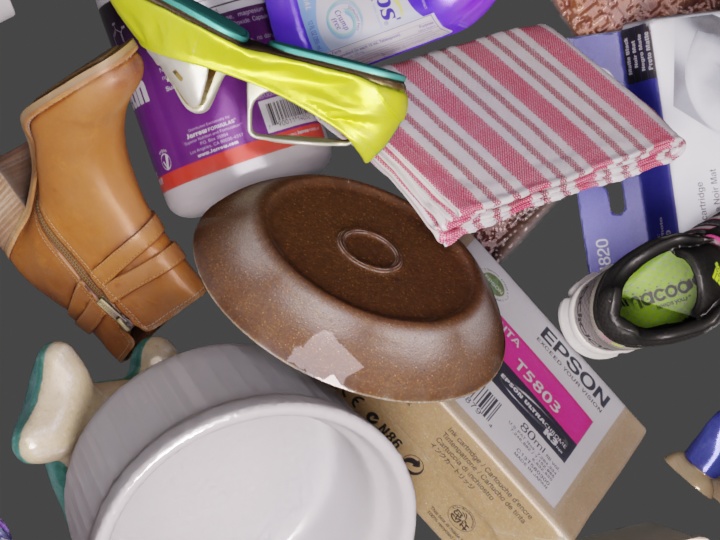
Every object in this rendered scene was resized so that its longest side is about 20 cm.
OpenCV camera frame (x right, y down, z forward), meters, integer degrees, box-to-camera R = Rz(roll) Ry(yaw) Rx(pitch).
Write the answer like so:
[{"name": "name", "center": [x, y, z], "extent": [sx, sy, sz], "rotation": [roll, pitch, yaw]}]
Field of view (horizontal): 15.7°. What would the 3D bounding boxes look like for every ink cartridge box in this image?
[{"name": "ink cartridge box", "center": [0.070, 0.081, 1.635], "extent": [0.200, 0.165, 0.075], "rotation": [47, 124, -2]}, {"name": "ink cartridge box", "center": [0.242, -0.073, 1.722], "extent": [0.200, 0.041, 0.200], "rotation": [-9, 89, -5]}]

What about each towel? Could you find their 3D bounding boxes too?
[{"name": "towel", "center": [0.087, -0.090, 1.644], "extent": [0.200, 0.030, 0.146], "rotation": [-19, 49, -33]}]

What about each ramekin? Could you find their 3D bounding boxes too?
[{"name": "ramekin", "center": [-0.076, 0.140, 1.525], "extent": [0.200, 0.098, 0.201], "rotation": [-12, 123, -18]}]

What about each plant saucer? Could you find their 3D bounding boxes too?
[{"name": "plant saucer", "center": [0.000, 0.000, 1.547], "extent": [0.200, 0.200, 0.037], "rotation": [22, 122, -4]}]

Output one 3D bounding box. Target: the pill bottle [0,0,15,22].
[{"name": "pill bottle", "center": [-0.324, -0.154, 1.641], "extent": [0.200, 0.104, 0.104], "rotation": [-25, 90, -6]}]

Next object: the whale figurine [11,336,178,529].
[{"name": "whale figurine", "center": [-0.159, 0.114, 1.615], "extent": [0.104, 0.200, 0.159], "rotation": [1, 68, 34]}]

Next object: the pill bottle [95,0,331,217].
[{"name": "pill bottle", "center": [-0.099, -0.141, 1.657], "extent": [0.112, 0.112, 0.200], "rotation": [-20, 89, -6]}]

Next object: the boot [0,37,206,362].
[{"name": "boot", "center": [-0.150, -0.042, 1.625], "extent": [0.155, 0.200, 0.074], "rotation": [49, 48, 3]}]

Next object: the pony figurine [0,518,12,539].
[{"name": "pony figurine", "center": [-0.272, 0.160, 1.615], "extent": [0.200, 0.167, 0.193], "rotation": [40, 112, 11]}]

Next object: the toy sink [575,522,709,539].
[{"name": "toy sink", "center": [0.170, 0.235, 1.625], "extent": [0.112, 0.200, 0.130], "rotation": [-12, 89, -5]}]

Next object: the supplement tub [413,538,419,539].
[{"name": "supplement tub", "center": [0.005, 0.267, 1.637], "extent": [0.144, 0.144, 0.200], "rotation": [10, 87, -5]}]

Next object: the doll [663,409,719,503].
[{"name": "doll", "center": [0.284, 0.065, 1.689], "extent": [0.136, 0.048, 0.200], "rotation": [36, 95, -37]}]

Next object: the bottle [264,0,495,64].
[{"name": "bottle", "center": [0.040, -0.183, 1.601], "extent": [0.200, 0.065, 0.084], "rotation": [-18, 79, 21]}]

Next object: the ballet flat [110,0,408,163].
[{"name": "ballet flat", "center": [-0.070, -0.118, 1.571], "extent": [0.200, 0.067, 0.067], "rotation": [20, 98, -2]}]

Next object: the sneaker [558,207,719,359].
[{"name": "sneaker", "center": [0.225, 0.001, 1.654], "extent": [0.200, 0.087, 0.074], "rotation": [-23, 92, -6]}]
